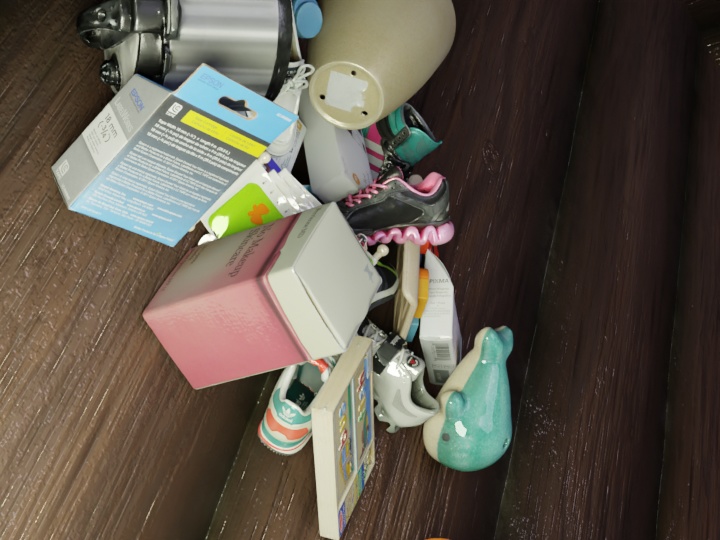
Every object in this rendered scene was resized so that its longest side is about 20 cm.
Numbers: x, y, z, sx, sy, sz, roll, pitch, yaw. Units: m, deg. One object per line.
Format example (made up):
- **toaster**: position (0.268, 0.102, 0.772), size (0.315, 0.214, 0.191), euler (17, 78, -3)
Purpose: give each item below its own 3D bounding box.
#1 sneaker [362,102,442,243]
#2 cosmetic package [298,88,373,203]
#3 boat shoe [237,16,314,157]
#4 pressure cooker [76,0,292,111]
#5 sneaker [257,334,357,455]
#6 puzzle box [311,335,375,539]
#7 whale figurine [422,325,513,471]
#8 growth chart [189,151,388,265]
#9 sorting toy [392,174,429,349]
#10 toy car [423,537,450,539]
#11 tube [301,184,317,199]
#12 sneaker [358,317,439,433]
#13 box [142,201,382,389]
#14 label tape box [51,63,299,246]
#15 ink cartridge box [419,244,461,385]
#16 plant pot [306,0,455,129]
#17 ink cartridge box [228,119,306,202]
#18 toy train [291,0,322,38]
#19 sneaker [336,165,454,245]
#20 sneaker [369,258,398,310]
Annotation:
- **sneaker**: position (0.053, -0.144, 1.613), size (0.084, 0.120, 0.201), euler (12, 67, -54)
- **cosmetic package**: position (-0.030, -0.154, 1.503), size (0.083, 0.051, 0.200), euler (40, 27, -39)
- **boat shoe**: position (-0.089, -0.224, 1.337), size (0.074, 0.086, 0.203), euler (-14, 109, -35)
- **pressure cooker**: position (-0.185, -0.248, 1.210), size (0.199, 0.176, 0.179), euler (-3, 53, -24)
- **sneaker**: position (-0.045, 0.113, 1.343), size (0.070, 0.094, 0.200), euler (31, 48, 4)
- **puzzle box**: position (-0.017, 0.191, 1.356), size (0.133, 0.025, 0.201), euler (-59, 154, -49)
- **whale figurine**: position (0.164, 0.174, 1.583), size (0.159, 0.104, 0.201), euler (5, 110, -60)
- **growth chart**: position (-0.086, -0.031, 1.329), size (0.200, 0.018, 0.145), euler (40, 82, -11)
- **sorting toy**: position (0.067, 0.003, 1.553), size (0.200, 0.036, 0.186), euler (95, -1, -61)
- **toy car**: position (0.114, 0.419, 1.444), size (0.150, 0.175, 0.201), euler (-138, -154, -81)
- **tube**: position (-0.068, -0.001, 1.440), size (0.077, 0.050, 0.201), euler (-3, 84, -47)
- **sneaker**: position (0.036, 0.109, 1.503), size (0.200, 0.088, 0.074), euler (58, 37, -18)
- **box**: position (-0.100, 0.027, 1.227), size (0.109, 0.200, 0.128), euler (58, 34, -23)
- **label tape box**: position (-0.182, -0.126, 1.172), size (0.144, 0.200, 0.063), euler (23, 30, -51)
- **ink cartridge box**: position (0.114, 0.035, 1.623), size (0.163, 0.057, 0.201), euler (72, 25, -62)
- **plant pot**: position (0.006, -0.266, 1.468), size (0.188, 0.187, 0.200), euler (55, 34, -26)
- **ink cartridge box**: position (-0.153, -0.168, 1.383), size (0.200, 0.043, 0.199), euler (52, 38, -33)
- **toy train**: position (-0.141, -0.334, 1.392), size (0.200, 0.115, 0.085), euler (37, 69, -43)
- **sneaker**: position (0.019, -0.079, 1.408), size (0.199, 0.079, 0.096), euler (-5, 115, -21)
- **sneaker**: position (0.000, 0.000, 1.446), size (0.200, 0.071, 0.083), euler (-43, 136, -68)
